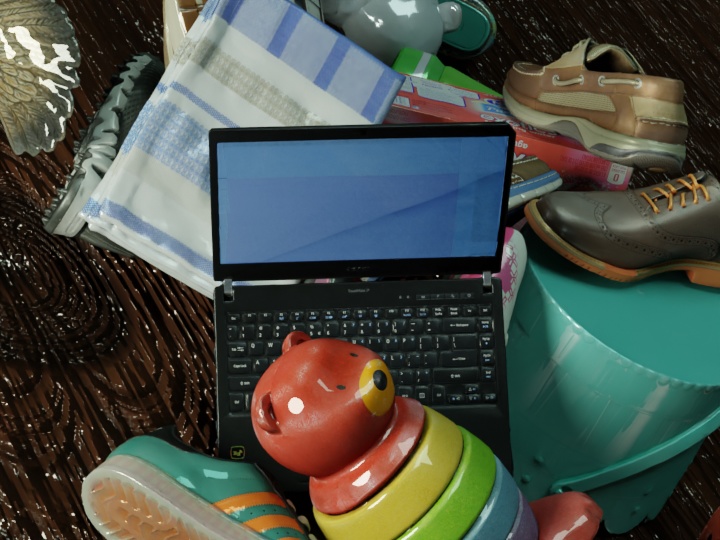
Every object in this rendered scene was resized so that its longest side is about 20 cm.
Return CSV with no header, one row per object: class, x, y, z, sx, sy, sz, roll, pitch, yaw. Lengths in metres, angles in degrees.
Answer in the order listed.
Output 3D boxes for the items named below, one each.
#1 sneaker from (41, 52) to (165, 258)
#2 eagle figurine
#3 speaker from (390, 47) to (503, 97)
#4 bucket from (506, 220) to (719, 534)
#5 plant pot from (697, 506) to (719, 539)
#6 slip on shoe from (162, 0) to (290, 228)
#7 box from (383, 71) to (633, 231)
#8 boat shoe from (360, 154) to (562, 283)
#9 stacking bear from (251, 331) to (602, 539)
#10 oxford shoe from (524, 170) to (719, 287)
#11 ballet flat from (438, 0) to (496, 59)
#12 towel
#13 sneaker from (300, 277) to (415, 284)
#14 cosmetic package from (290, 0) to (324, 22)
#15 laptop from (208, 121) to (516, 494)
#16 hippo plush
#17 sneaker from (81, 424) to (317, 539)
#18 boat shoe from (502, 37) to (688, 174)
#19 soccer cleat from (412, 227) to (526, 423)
sneaker,-0.148,-0.072,1.253,0.090,0.066,0.200,29,35,-13
eagle figurine,-0.276,-0.161,1.213,0.151,0.152,0.200,32,23,-37
speaker,0.103,-0.096,1.454,0.200,0.088,0.088,29,34,-3
bucket,0.157,0.060,1.252,0.207,0.135,0.207,21,35,-15
plant pot,0.311,0.222,1.129,0.195,0.201,0.201,11,38,-14
slip on shoe,-0.093,-0.105,1.226,0.076,0.061,0.200,-13,86,-22
box,0.086,-0.073,1.354,0.200,0.095,0.103,13,20,-7
boat shoe,0.058,-0.052,1.203,0.200,0.072,0.072,-22,76,-50
stacking bear,0.022,0.118,1.036,0.200,0.114,0.121,47,44,-18
oxford shoe,0.196,-0.039,1.220,0.200,0.073,0.071,3,42,-35
ballet flat,0.028,-0.245,1.617,0.200,0.074,0.074,35,34,2
towel,-0.071,-0.078,1.184,0.147,0.024,0.200,33,76,-18
sneaker,0.000,0.000,1.238,0.079,0.095,0.200,45,40,-5
cosmetic package,-0.050,-0.111,1.282,0.083,0.051,0.200,22,56,-63
laptop,0.003,0.025,1.074,0.177,0.103,0.200,-1,80,-4
hippo plush,0.010,-0.241,1.500,0.161,0.159,0.200,35,13,-15
sneaker,-0.053,0.152,1.029,0.200,0.071,0.080,35,38,8
boat shoe,0.167,-0.124,1.288,0.076,0.072,0.200,4,15,-30
soccer cleat,0.061,0.069,1.163,0.086,0.070,0.200,35,76,-5
